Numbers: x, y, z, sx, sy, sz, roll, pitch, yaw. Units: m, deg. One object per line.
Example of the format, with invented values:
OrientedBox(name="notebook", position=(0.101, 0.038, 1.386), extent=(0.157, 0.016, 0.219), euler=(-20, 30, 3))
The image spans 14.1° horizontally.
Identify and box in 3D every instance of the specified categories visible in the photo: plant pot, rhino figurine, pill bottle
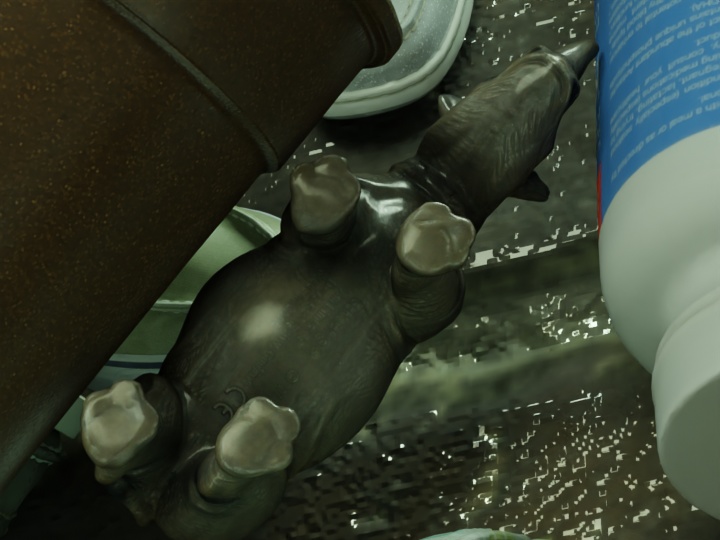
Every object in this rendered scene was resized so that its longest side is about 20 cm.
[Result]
OrientedBox(name="plant pot", position=(-0.124, -0.038, 0.796), extent=(0.200, 0.200, 0.199), euler=(28, 81, 40))
OrientedBox(name="rhino figurine", position=(0.000, 0.000, 0.820), extent=(0.060, 0.088, 0.200), euler=(41, 72, 8))
OrientedBox(name="pill bottle", position=(0.122, -0.030, 0.835), extent=(0.112, 0.112, 0.201), euler=(-11, 47, 16))

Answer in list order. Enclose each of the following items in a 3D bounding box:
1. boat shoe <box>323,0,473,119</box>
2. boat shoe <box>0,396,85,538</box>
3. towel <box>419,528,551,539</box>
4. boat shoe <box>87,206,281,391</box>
OrientedBox(name="boat shoe", position=(-0.003, -0.137, 1.021), extent=(0.074, 0.065, 0.203), euler=(-11, 48, 17))
OrientedBox(name="boat shoe", position=(-0.167, 0.034, 0.946), extent=(0.201, 0.072, 0.061), euler=(21, 79, 46))
OrientedBox(name="towel", position=(-0.051, 0.100, 0.774), extent=(0.199, 0.171, 0.048), euler=(-8, 86, 19))
OrientedBox(name="boat shoe", position=(-0.096, -0.005, 0.952), extent=(0.199, 0.062, 0.072), euler=(8, 55, 31))
